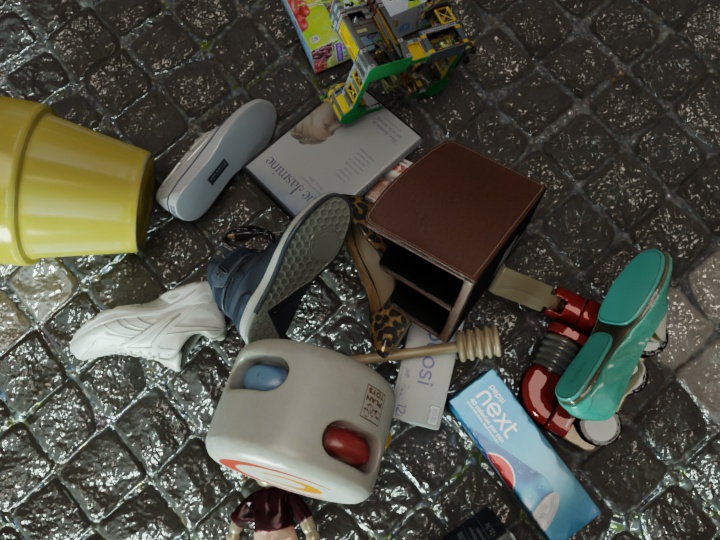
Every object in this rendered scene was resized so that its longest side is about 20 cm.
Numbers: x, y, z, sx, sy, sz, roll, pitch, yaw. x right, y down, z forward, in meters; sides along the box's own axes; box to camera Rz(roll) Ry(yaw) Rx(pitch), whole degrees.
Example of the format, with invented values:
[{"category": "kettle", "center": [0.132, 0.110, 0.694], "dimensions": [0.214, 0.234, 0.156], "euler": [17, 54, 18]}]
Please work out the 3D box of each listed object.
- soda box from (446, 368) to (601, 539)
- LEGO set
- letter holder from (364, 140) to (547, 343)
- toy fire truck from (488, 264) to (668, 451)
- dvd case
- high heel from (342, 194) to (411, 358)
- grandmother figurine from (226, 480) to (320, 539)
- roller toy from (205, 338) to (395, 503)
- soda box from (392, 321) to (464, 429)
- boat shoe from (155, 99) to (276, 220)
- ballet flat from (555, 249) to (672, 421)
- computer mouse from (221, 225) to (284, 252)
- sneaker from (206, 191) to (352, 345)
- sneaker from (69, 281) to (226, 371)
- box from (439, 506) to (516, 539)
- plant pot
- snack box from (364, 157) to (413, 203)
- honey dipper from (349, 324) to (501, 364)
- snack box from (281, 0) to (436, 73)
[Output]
[{"category": "soda box", "center": [0.188, 0.217, 0.766], "dimensions": [0.068, 0.064, 0.200], "euler": [-36, 79, -4]}, {"category": "LEGO set", "center": [0.033, -0.284, 0.811], "dimensions": [0.200, 0.154, 0.116], "euler": [-24, 80, -13]}, {"category": "letter holder", "center": [0.096, -0.044, 0.730], "dimensions": [0.142, 0.101, 0.200], "euler": [31, 48, 15]}, {"category": "toy fire truck", "center": [0.230, 0.091, 0.760], "dimensions": [0.200, 0.129, 0.176], "euler": [29, 83, 13]}, {"category": "dvd case", "center": [-0.038, -0.153, 0.850], "dimensions": [0.200, 0.018, 0.143], "euler": [-42, 71, -10]}, {"category": "high heel", "center": [0.000, 0.000, 0.754], "dimensions": [0.143, 0.071, 0.200], "euler": [34, 41, -18]}, {"category": "grandmother figurine", "center": [-0.104, 0.306, 0.768], "dimensions": [0.121, 0.061, 0.200], "euler": [-7, 76, 8]}, {"category": "roller toy", "center": [-0.058, 0.158, 0.695], "dimensions": [0.200, 0.182, 0.140], "euler": [17, 65, 1]}, {"category": "soda box", "center": [0.088, 0.089, 0.792], "dimensions": [0.063, 0.068, 0.200], "euler": [13, 80, 7]}, {"category": "boat shoe", "center": [-0.193, -0.156, 0.852], "dimensions": [0.065, 0.074, 0.200], "euler": [27, 67, 33]}, {"category": "ballet flat", "center": [0.283, 0.074, 0.690], "dimensions": [0.070, 0.067, 0.200], "euler": [36, 83, -20]}, {"category": "computer mouse", "center": [-0.086, -0.061, 0.847], "dimensions": [0.200, 0.034, 0.059], "euler": [-16, 80, 0]}, {"category": "sneaker", "center": [-0.106, -0.023, 0.775], "dimensions": [0.202, 0.077, 0.146], "euler": [-56, 40, 2]}, {"category": "sneaker", "center": [-0.262, 0.086, 0.808], "dimensions": [0.200, 0.078, 0.099], "euler": [-20, 82, 0]}, {"category": "box", "center": [0.099, 0.368, 0.699], "dimensions": [0.200, 0.148, 0.107], "euler": [-34, 79, -4]}, {"category": "plant pot", "center": [-0.361, -0.099, 0.796], "dimensions": [0.189, 0.201, 0.201], "euler": [8, 79, -10]}, {"category": "snack box", "center": [0.109, -0.078, 0.845], "dimensions": [0.200, 0.024, 0.072], "euler": [28, 80, 8]}, {"category": "honey dipper", "center": [0.059, 0.096, 0.744], "dimensions": [0.200, 0.038, 0.038], "euler": [-10, 79, 8]}, {"category": "snack box", "center": [-0.007, -0.392, 0.889], "dimensions": [0.200, 0.068, 0.169], "euler": [-25, 79, -4]}]
